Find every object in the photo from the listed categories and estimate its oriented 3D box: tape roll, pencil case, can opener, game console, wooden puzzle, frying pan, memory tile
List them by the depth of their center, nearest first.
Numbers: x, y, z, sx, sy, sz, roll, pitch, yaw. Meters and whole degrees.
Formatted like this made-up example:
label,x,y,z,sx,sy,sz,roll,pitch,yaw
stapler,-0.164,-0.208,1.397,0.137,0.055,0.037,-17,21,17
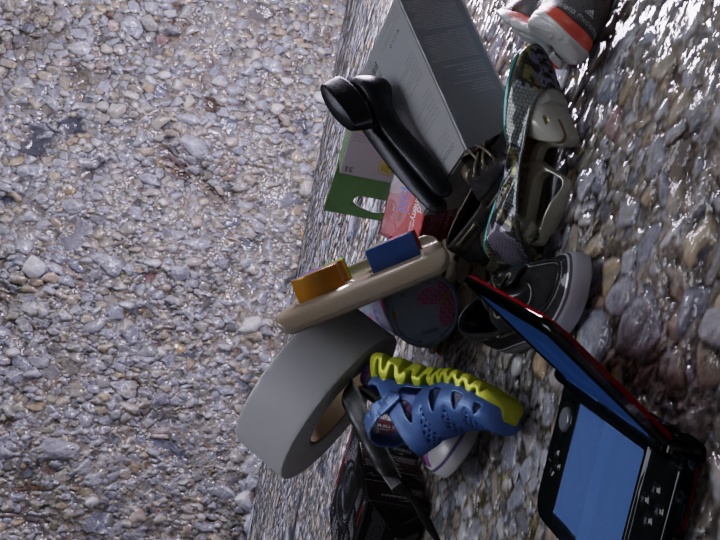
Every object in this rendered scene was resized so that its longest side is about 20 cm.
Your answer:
label,x,y,z,sx,sy,sz,roll,pitch,yaw
game console,0.126,0.109,0.671,0.200,0.118,0.173,-134,57,-79
frying pan,0.026,0.199,1.066,0.190,0.031,0.115,65,176,-18
wooden puzzle,0.000,0.000,1.082,0.200,0.185,0.046,-84,-28,-82
can opener,0.034,-0.139,1.110,0.200,0.079,0.063,52,160,19
tape roll,-0.047,0.133,1.131,0.202,0.071,0.203,-48,-18,-20
memory tile,0.117,0.003,1.158,0.200,0.017,0.154,122,157,-63
pencil case,0.053,0.040,1.189,0.200,0.083,0.091,-178,90,-80

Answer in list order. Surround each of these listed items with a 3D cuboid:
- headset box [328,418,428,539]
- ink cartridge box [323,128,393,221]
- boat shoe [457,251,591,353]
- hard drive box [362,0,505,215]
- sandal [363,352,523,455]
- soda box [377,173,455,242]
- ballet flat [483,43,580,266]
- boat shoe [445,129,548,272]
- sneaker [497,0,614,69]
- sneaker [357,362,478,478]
label,x,y,z,sx,sy,sz,roll,pitch,yaw
headset box,0.016,0.284,1.231,0.200,0.077,0.149,-100,24,-67
ink cartridge box,0.039,-0.134,1.384,0.048,0.145,0.200,-92,16,-50
boat shoe,0.134,0.027,0.875,0.200,0.066,0.070,134,147,-73
hard drive box,0.087,-0.187,1.128,0.156,0.077,0.200,122,130,-63
sandal,0.070,0.134,0.940,0.200,0.079,0.087,1,65,57
soda box,0.089,-0.128,1.264,0.070,0.063,0.200,26,108,38
ballet flat,0.161,-0.100,0.901,0.072,0.072,0.201,-140,58,-79
boat shoe,0.135,-0.090,0.987,0.075,0.073,0.200,-99,22,-64
sneaker,0.189,-0.238,0.930,0.082,0.077,0.200,-50,16,8
sneaker,0.049,0.146,1.055,0.073,0.114,0.200,-56,12,1
